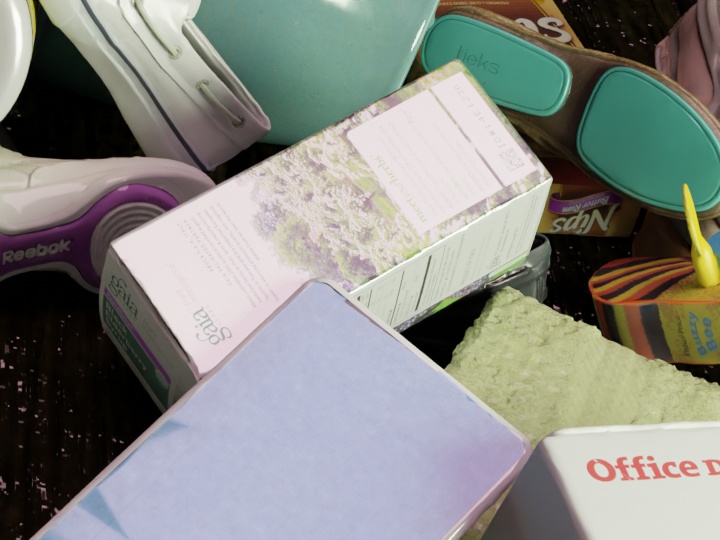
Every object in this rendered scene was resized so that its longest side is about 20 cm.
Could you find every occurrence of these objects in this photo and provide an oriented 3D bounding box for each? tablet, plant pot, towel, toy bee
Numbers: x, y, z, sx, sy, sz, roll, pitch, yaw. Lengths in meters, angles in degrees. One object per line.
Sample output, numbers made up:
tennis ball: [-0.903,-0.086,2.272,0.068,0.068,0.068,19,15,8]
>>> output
tablet: [-0.036,0.101,1.096,0.130,0.014,0.200,38,64,18]
plant pot: [-0.055,-0.156,1.395,0.187,0.201,0.200,24,32,-3]
towel: [0.091,0.096,1.216,0.148,0.037,0.200,26,42,2]
toy bee: [0.191,0.015,1.293,0.131,0.200,0.109,55,37,-5]

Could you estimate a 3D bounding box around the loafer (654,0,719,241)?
loafer: [0.195,-0.073,1.456,0.072,0.063,0.201,35,39,-27]

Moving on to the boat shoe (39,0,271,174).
boat shoe: [-0.108,-0.130,1.276,0.066,0.200,0.074,-25,41,7]

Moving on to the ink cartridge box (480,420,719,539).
ink cartridge box: [0.154,0.166,1.083,0.145,0.083,0.201,-1,48,-27]

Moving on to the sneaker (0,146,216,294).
sneaker: [-0.160,-0.037,1.264,0.199,0.075,0.100,-5,39,-33]

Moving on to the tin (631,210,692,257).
tin: [0.225,-0.027,1.484,0.111,0.042,0.200,24,33,16]

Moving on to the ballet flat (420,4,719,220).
ballet flat: [0.123,-0.083,1.392,0.199,0.068,0.072,25,7,26]

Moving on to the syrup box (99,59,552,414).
syrup box: [-0.017,-0.008,1.212,0.199,0.082,0.079,-30,69,-20]

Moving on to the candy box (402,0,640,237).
candy box: [0.076,-0.100,1.499,0.116,0.057,0.200,2,35,-23]

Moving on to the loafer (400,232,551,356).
loafer: [0.000,0.000,1.295,0.199,0.071,0.068,3,35,-23]

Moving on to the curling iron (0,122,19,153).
curling iron: [-0.201,-0.094,1.373,0.049,0.026,0.200,-5,39,-27]

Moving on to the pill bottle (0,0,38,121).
pill bottle: [-0.210,-0.122,1.258,0.112,0.113,0.200,14,11,-8]
